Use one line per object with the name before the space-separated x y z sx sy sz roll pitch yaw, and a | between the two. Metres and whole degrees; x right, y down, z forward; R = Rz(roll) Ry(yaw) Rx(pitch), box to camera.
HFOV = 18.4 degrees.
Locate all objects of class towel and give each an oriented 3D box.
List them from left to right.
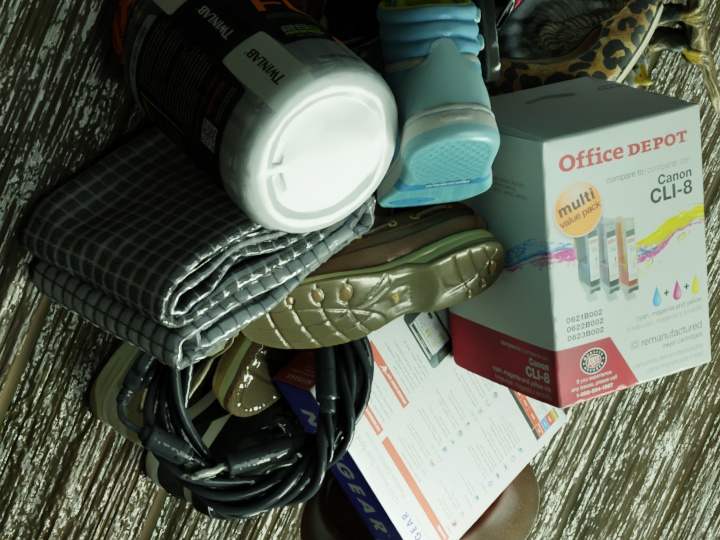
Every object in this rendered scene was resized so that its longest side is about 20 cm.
towel | -0.108 -0.034 1.504 0.200 0.165 0.086 -37 130 -30

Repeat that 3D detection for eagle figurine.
eagle figurine | 0.195 -0.177 1.830 0.199 0.151 0.153 -17 89 -3

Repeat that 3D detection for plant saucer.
plant saucer | 0.045 0.185 1.801 0.200 0.200 0.032 -39 132 -27

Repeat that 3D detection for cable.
cable | -0.066 0.070 1.567 0.163 0.051 0.200 38 75 -9

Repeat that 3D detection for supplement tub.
supplement tub | -0.074 -0.121 1.443 0.122 0.200 0.123 -22 132 -26

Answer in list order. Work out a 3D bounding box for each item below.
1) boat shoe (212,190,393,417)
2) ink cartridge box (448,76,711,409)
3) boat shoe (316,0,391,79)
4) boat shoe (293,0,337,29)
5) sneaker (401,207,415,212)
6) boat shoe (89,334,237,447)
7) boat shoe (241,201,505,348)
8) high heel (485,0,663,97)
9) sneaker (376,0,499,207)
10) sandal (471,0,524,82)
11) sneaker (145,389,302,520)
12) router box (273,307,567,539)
boat shoe | -0.056 0.014 1.670 0.200 0.076 0.072 -55 148 -8
ink cartridge box | 0.155 -0.027 1.623 0.145 0.144 0.201 -15 109 -27
boat shoe | -0.005 -0.166 1.510 0.071 0.072 0.201 -35 135 -50
boat shoe | -0.044 -0.235 1.514 0.072 0.075 0.201 -33 135 -48
sneaker | 0.098 0.014 1.801 0.115 0.076 0.202 -10 101 -18
boat shoe | -0.117 0.037 1.621 0.201 0.065 0.072 -56 143 -7
boat shoe | 0.000 0.000 1.557 0.199 0.068 0.072 -16 141 -19
high heel | 0.133 -0.180 1.718 0.200 0.142 0.071 -48 -175 -5
sneaker | 0.047 -0.119 1.484 0.079 0.131 0.200 -6 168 -10
sandal | 0.094 -0.221 1.558 0.045 0.201 0.075 1 146 -4
sneaker | -0.060 0.114 1.701 0.200 0.112 0.073 -47 143 -18
router box | 0.050 0.098 1.699 0.179 0.049 0.201 -44 122 -23
